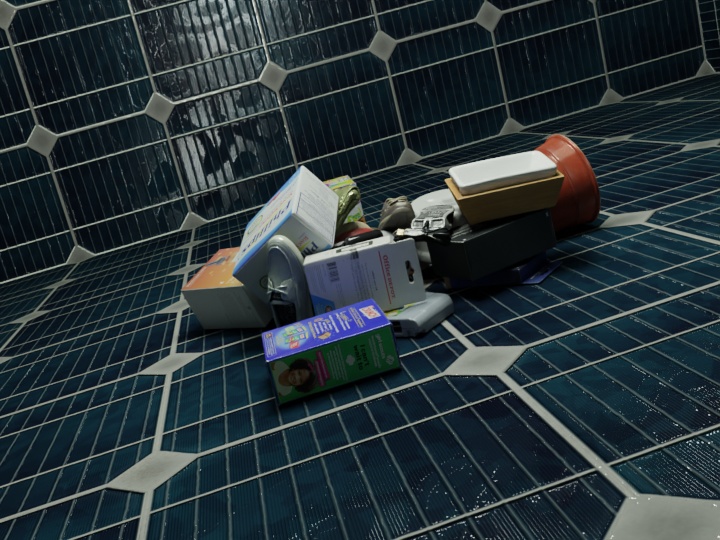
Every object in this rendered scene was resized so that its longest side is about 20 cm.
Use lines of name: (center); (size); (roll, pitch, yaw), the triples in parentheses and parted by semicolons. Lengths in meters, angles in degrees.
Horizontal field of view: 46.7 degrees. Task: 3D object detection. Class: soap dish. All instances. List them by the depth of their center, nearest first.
soap dish: (0.265, -0.155, 1.552); (0.195, 0.083, 0.158); (-12, 20, 0)

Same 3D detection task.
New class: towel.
towel: (-0.082, -0.083, 1.689); (0.202, 0.036, 0.148); (-59, 22, -14)

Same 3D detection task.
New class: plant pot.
plant pot: (0.366, -0.151, 1.754); (0.192, 0.204, 0.200); (-26, 15, -11)

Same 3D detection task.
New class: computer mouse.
computer mouse: (0.132, -0.078, 1.528); (0.107, 0.045, 0.200); (-3, 16, 20)

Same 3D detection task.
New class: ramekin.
ramekin: (0.188, -0.098, 1.706); (0.195, 0.100, 0.201); (-9, 21, 3)

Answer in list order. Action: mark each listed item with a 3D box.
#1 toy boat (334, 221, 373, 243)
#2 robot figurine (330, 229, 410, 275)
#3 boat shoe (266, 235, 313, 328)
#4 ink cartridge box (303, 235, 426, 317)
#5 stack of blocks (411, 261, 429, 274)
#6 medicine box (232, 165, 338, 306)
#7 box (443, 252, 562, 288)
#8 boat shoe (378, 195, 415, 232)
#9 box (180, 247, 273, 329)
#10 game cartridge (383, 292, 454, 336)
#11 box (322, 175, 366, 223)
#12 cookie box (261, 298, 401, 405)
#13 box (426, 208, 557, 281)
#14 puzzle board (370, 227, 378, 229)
toy boat: (-0.031, 0.001, 1.722); (0.201, 0.131, 0.130); (-48, -21, 8)
robot figurine: (0.001, 0.000, 1.590); (0.196, 0.128, 0.150); (-17, -2, -14)
boat shoe: (-0.130, 0.042, 1.478); (0.068, 0.205, 0.072); (-1, 25, 25)
ink cartridge box: (0.009, 0.013, 1.457); (0.195, 0.119, 0.068); (-13, 12, 4)
stack of blocks: (0.052, -0.025, 1.850); (0.113, 0.060, 0.199); (-21, 14, -24)
medicine box: (-0.139, -0.068, 1.588); (0.182, 0.102, 0.201); (-43, 21, 24)
box: (0.269, -0.004, 1.573); (0.197, 0.033, 0.120); (-4, 17, 38)
boat shoe: (0.066, -0.109, 1.651); (0.072, 0.075, 0.200); (-2, -11, -7)
box: (-0.252, 0.034, 1.767); (0.197, 0.108, 0.153); (-5, 34, 38)
game cartridge: (0.060, 0.077, 1.472); (0.197, 0.041, 0.132); (-4, 13, 40)
box: (-0.052, -0.116, 2.048); (0.119, 0.197, 0.200); (-15, 12, -3)
cookie box: (-0.050, 0.124, 1.310); (0.195, 0.077, 0.171); (-17, 13, -5)
box: (0.243, -0.052, 1.552); (0.196, 0.081, 0.141); (-21, 10, -22)
puzzle board: (0.138, -0.074, 1.891); (0.195, 0.018, 0.150); (6, 4, -22)
